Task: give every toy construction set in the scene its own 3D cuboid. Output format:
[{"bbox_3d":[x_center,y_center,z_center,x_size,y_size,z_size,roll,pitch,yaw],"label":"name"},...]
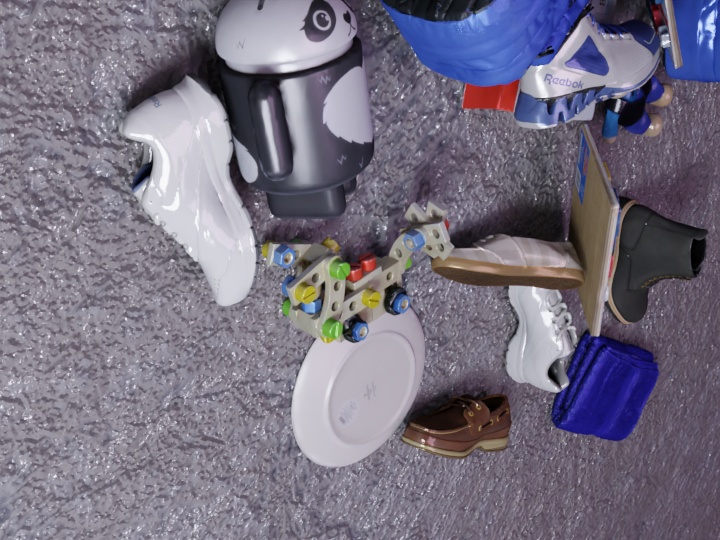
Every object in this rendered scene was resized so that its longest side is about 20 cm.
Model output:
[{"bbox_3d":[0.000,0.000,0.972,0.198,0.092,0.133,-22,122,-23],"label":"toy construction set"}]

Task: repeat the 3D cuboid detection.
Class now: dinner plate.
[{"bbox_3d":[0.007,0.127,1.077,0.198,0.024,0.203,-19,121,-36],"label":"dinner plate"}]

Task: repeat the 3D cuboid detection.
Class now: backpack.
[{"bbox_3d":[0.472,-0.325,1.220,0.199,0.166,0.165,-28,119,-40],"label":"backpack"},{"bbox_3d":[0.131,-0.267,0.908,0.201,0.161,0.168,-54,135,-13],"label":"backpack"}]

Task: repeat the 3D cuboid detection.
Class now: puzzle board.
[{"bbox_3d":[0.326,-0.329,1.090,0.201,0.017,0.152,-77,151,-58],"label":"puzzle board"},{"bbox_3d":[0.274,-0.046,1.153,0.017,0.152,0.202,-4,133,0],"label":"puzzle board"}]

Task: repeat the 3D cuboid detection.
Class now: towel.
[{"bbox_3d":[0.362,0.175,1.425,0.199,0.049,0.150,18,94,-47],"label":"towel"}]

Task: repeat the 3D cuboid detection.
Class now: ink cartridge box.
[{"bbox_3d":[0.202,-0.251,1.079,0.198,0.047,0.163,-8,114,-44],"label":"ink cartridge box"}]

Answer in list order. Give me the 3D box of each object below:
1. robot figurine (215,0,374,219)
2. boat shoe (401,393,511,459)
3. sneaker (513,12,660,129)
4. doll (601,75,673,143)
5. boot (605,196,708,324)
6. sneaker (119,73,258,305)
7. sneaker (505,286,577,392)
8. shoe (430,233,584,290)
[{"bbox_3d":[-0.051,-0.144,0.823,0.123,0.150,0.203,-20,123,-18],"label":"robot figurine"},{"bbox_3d":[0.118,0.182,1.180,0.199,0.071,0.069,5,100,-51],"label":"boat shoe"},{"bbox_3d":[0.239,-0.240,1.036,0.198,0.080,0.116,-31,128,-25],"label":"sneaker"},{"bbox_3d":[0.330,-0.219,1.190,0.199,0.048,0.139,1,107,-59],"label":"doll"},{"bbox_3d":[0.402,0.010,1.325,0.077,0.138,0.202,-39,132,-25],"label":"boot"},{"bbox_3d":[-0.142,-0.058,0.816,0.086,0.074,0.203,-24,118,-20],"label":"sneaker"},{"bbox_3d":[0.234,0.060,1.222,0.074,0.087,0.203,-24,122,-32],"label":"sneaker"},{"bbox_3d":[0.169,-0.013,1.127,0.197,0.070,0.054,5,76,-24],"label":"shoe"}]
